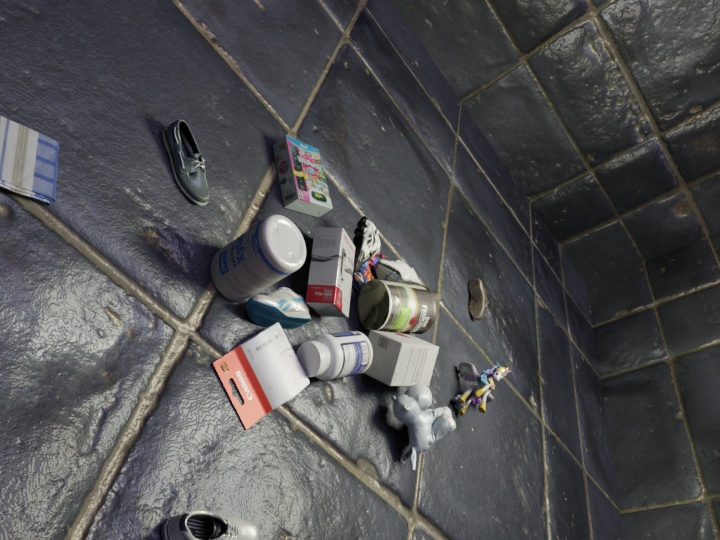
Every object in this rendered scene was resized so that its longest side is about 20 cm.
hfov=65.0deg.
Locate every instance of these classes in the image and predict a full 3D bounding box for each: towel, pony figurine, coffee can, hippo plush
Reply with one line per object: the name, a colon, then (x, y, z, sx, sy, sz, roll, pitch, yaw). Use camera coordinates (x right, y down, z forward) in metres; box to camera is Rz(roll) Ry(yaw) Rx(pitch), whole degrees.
towel: (-0.628, -0.206, 0.981, 0.198, 0.024, 0.150, 22, 49, -49)
pony figurine: (0.398, 0.400, 1.905, 0.199, 0.192, 0.168, -38, 96, -37)
coffee can: (0.108, 0.109, 1.671, 0.197, 0.145, 0.150, 8, 61, -40)
hippo plush: (0.147, 0.403, 1.563, 0.199, 0.159, 0.163, -37, 98, -16)

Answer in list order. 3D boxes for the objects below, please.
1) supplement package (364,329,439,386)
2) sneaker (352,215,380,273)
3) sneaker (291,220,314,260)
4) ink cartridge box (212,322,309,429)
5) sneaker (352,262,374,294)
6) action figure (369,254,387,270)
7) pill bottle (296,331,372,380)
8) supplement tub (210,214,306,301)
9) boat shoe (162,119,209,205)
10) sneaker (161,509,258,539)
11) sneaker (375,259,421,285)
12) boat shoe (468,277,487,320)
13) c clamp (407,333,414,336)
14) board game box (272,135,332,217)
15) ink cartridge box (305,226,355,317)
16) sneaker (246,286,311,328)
supplement package: (0.112, 0.248, 1.596, 0.198, 0.120, 0.123, 14, 93, -51)
sneaker: (0.019, -0.062, 1.619, 0.088, 0.074, 0.203, 37, 47, -22)
sneaker: (-0.172, -0.088, 1.510, 0.198, 0.075, 0.092, 21, 41, -52)
ink cartridge box: (-0.213, 0.227, 1.254, 0.165, 0.056, 0.199, 63, 28, -3)
sneaker: (0.000, 0.000, 1.682, 0.200, 0.077, 0.076, 47, 37, -24)
action figure: (0.050, -0.025, 1.803, 0.200, 0.051, 0.066, 48, 41, -21)
pill bottle: (-0.066, 0.213, 1.413, 0.198, 0.110, 0.114, 4, 65, -53)
supplement tub: (-0.228, -0.025, 1.263, 0.131, 0.198, 0.135, 34, 42, -37)
boat shoe: (-0.395, -0.251, 1.307, 0.072, 0.061, 0.204, -19, 84, -57)
sneaker: (-0.253, 0.472, 1.006, 0.198, 0.070, 0.075, 28, 46, -43)
sneaker: (0.112, 0.006, 1.788, 0.198, 0.074, 0.089, 28, 37, -43)
boat shoe: (0.487, 0.122, 2.298, 0.073, 0.074, 0.203, 40, 41, -31)
c clamp: (0.127, 0.148, 1.801, 0.199, 0.027, 0.174, 37, 54, -33)
board game box: (-0.169, -0.271, 1.643, 0.146, 0.063, 0.205, 11, 59, -52)
ink cartridge box: (-0.075, 0.006, 1.475, 0.147, 0.081, 0.205, 53, 41, -68)
sneaker: (-0.202, 0.084, 1.353, 0.199, 0.076, 0.082, 22, 43, -55)
